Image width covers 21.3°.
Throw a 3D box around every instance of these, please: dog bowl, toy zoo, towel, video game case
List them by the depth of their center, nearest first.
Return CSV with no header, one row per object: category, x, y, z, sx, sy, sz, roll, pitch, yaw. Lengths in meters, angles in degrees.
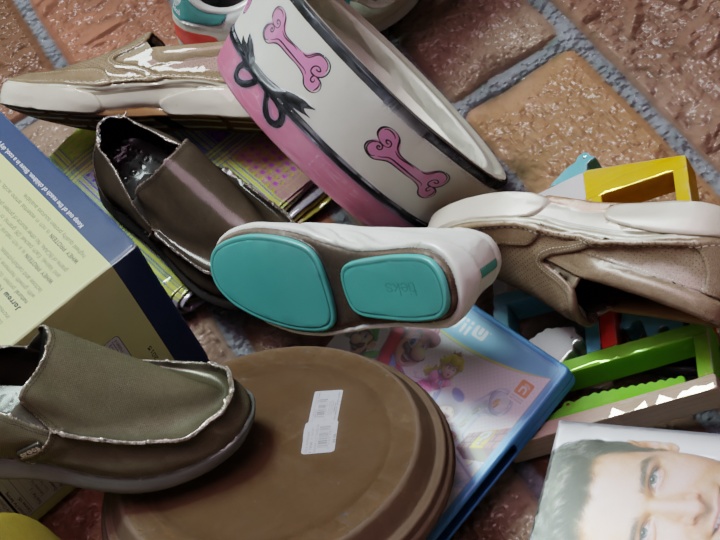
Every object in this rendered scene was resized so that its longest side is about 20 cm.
video game case,0.010,0.102,1.101,0.143,0.018,0.200,34,79,38
toy zoo,0.140,0.008,1.126,0.131,0.020,0.201,-17,49,22
dog bowl,-0.005,-0.099,1.176,0.074,0.200,0.200,-46,48,11
towel,-0.121,-0.061,1.296,0.144,0.023,0.200,-41,50,-12

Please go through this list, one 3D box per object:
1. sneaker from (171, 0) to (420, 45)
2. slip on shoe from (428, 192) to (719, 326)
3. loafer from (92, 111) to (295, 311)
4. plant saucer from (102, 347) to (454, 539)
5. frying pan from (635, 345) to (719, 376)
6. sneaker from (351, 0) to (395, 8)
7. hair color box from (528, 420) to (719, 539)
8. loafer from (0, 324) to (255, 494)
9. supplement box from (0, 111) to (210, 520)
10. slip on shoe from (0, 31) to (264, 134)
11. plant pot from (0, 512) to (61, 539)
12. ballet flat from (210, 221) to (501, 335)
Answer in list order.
sneaker,-0.039,-0.201,1.316,0.199,0.094,0.070,-25,49,-10
slip on shoe,0.122,-0.001,1.075,0.199,0.076,0.061,3,72,30
loafer,-0.110,-0.040,1.212,0.199,0.071,0.073,28,68,36
plant saucer,-0.048,0.108,1.047,0.199,0.030,0.201,-10,37,7
frying pan,0.238,0.043,1.072,0.190,0.031,0.115,30,68,33
sneaker,-0.008,-0.208,1.261,0.199,0.081,0.070,-12,33,-28
hair color box,0.191,0.142,0.989,0.199,0.061,0.099,3,55,24
loafer,-0.156,0.071,1.025,0.199,0.070,0.075,-3,38,1
supplement box,-0.239,0.037,1.190,0.200,0.135,0.200,-40,50,-12
slip on shoe,-0.145,-0.128,1.283,0.199,0.076,0.061,2,83,20
plant pot,-0.178,0.236,0.945,0.195,0.200,0.194,-42,62,-14
ballet flat,0.000,0.000,1.098,0.199,0.069,0.070,2,53,44
